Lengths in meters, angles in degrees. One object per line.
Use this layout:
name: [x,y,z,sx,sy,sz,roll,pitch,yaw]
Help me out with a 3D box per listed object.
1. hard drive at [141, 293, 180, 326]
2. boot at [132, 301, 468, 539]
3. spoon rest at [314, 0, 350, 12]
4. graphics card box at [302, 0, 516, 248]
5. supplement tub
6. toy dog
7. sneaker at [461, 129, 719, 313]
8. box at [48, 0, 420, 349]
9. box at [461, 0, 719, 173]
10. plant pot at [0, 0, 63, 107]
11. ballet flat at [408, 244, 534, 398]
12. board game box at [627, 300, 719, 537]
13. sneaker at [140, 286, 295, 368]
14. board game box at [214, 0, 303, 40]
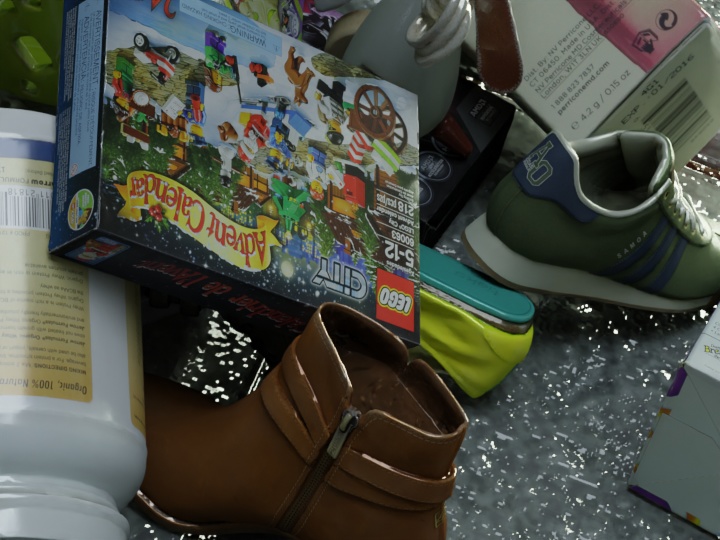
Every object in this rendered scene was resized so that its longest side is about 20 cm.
hard drive: [-0.186,-0.011,1.217,0.199,0.043,0.135,-12,52,-27]
boot: [-0.038,0.070,1.105,0.199,0.155,0.074,31,47,14]
spoon rest: [-0.034,-0.230,1.238,0.060,0.201,0.100,-5,42,30]
graphics card box: [-0.025,-0.091,1.337,0.199,0.051,0.126,30,46,11]
supplement tub: [-0.171,0.042,1.071,0.143,0.145,0.202,2,68,-15]
toy dog: [0.054,-0.122,1.243,0.096,0.200,0.133,27,62,-19]
sneaker: [0.153,-0.032,1.270,0.199,0.090,0.067,4,39,-39]
box: [-0.054,-0.048,1.097,0.199,0.038,0.138,20,59,-40]
box: [0.116,-0.149,1.358,0.109,0.128,0.200,-44,64,5]
plant pot: [-0.172,-0.210,1.286,0.180,0.201,0.199,-5,35,32]
ballet flat: [0.000,0.000,1.245,0.199,0.067,0.067,34,28,11]
board game box: [0.237,0.046,1.248,0.104,0.103,0.200,28,46,11]
sneaker: [-0.056,0.023,1.179,0.098,0.071,0.202,-17,90,-3]
board game box: [-0.069,-0.192,1.255,0.120,0.032,0.202,23,65,-52]
